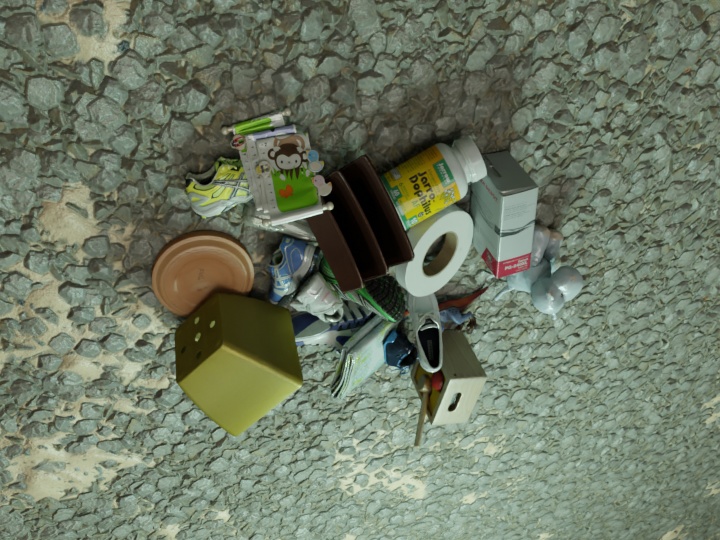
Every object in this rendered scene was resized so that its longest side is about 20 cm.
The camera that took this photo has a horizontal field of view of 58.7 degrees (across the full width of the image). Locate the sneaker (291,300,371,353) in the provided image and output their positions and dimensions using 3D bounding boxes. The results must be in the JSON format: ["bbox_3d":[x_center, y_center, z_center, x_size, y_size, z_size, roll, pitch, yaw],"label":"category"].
[{"bbox_3d":[-0.061,0.143,1.399,0.195,0.081,0.117,-15,129,-11],"label":"sneaker"}]

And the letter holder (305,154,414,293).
[{"bbox_3d":[-0.008,-0.080,1.127,0.100,0.141,0.204,-30,98,-30],"label":"letter holder"}]

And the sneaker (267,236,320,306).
[{"bbox_3d":[-0.144,-0.002,1.246,0.076,0.077,0.201,27,138,-10],"label":"sneaker"}]

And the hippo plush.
[{"bbox_3d":[0.393,0.008,1.403,0.198,0.162,0.160,-33,131,1],"label":"hippo plush"}]

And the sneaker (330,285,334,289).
[{"bbox_3d":[0.000,0.000,1.306,0.199,0.086,0.077,-43,129,15],"label":"sneaker"}]

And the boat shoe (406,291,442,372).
[{"bbox_3d":[0.147,0.117,1.390,0.072,0.205,0.065,-13,173,-5],"label":"boat shoe"}]

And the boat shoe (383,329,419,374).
[{"bbox_3d":[0.095,0.197,1.457,0.085,0.068,0.200,-57,162,-6],"label":"boat shoe"}]

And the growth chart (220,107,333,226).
[{"bbox_3d":[-0.134,-0.174,1.078,0.142,0.204,0.018,-23,174,-6],"label":"growth chart"}]

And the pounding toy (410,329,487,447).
[{"bbox_3d":[0.188,0.282,1.534,0.139,0.186,0.204,1,127,-20],"label":"pounding toy"}]

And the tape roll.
[{"bbox_3d":[0.154,-0.041,1.316,0.200,0.037,0.206,-30,140,-29],"label":"tape roll"}]

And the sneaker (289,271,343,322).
[{"bbox_3d":[-0.081,0.067,1.263,0.099,0.200,0.078,41,82,-4],"label":"sneaker"}]

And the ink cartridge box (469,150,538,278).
[{"bbox_3d":[0.282,-0.114,1.282,0.081,0.147,0.203,-13,131,-9],"label":"ink cartridge box"}]

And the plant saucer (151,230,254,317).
[{"bbox_3d":[-0.303,0.016,1.240,0.195,0.033,0.204,-11,129,-13],"label":"plant saucer"}]

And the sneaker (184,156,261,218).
[{"bbox_3d":[-0.210,-0.161,1.106,0.196,0.076,0.077,-25,132,-2],"label":"sneaker"}]

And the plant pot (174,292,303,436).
[{"bbox_3d":[-0.252,0.164,1.250,0.199,0.202,0.176,-38,133,18],"label":"plant pot"}]

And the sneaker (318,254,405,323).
[{"bbox_3d":[0.004,0.032,1.248,0.199,0.078,0.085,40,140,1],"label":"sneaker"}]

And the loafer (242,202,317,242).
[{"bbox_3d":[-0.124,-0.098,1.189,0.197,0.069,0.072,15,85,-35],"label":"loafer"}]

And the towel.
[{"bbox_3d":[0.016,0.179,1.408,0.199,0.048,0.173,-38,156,-42],"label":"towel"}]

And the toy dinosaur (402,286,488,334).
[{"bbox_3d":[0.175,0.095,1.480,0.179,0.104,0.204,26,82,-25],"label":"toy dinosaur"}]

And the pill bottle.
[{"bbox_3d":[0.133,-0.167,1.206,0.197,0.114,0.114,-28,132,3],"label":"pill bottle"}]
